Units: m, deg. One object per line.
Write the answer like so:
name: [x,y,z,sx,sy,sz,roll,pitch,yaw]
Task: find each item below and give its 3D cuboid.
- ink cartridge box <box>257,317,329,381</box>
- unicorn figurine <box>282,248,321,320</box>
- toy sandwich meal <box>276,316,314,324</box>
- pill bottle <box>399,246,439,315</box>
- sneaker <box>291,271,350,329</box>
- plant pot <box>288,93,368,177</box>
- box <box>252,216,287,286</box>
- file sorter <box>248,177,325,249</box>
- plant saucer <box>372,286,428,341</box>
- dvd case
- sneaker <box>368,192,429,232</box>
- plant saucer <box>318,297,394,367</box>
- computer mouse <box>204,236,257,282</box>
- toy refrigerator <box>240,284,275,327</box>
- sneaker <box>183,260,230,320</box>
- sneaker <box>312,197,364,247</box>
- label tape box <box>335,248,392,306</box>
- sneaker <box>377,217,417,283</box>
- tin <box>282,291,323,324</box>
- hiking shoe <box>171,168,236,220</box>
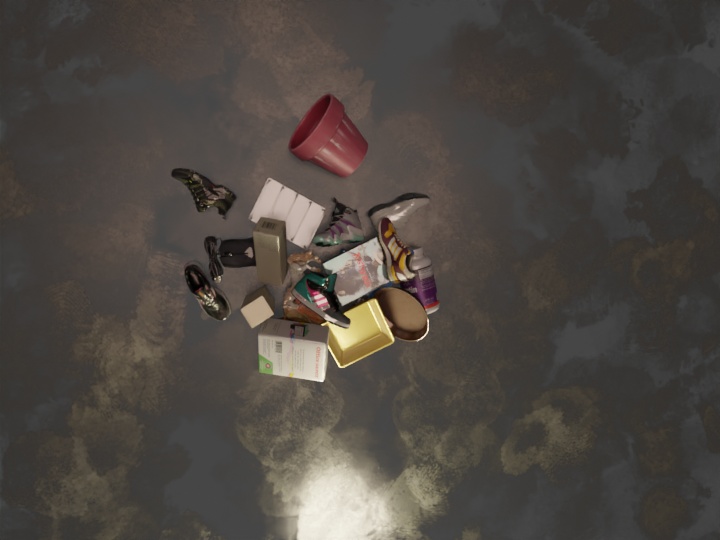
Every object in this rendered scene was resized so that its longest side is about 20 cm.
ink cartridge box: [-0.192,0.229,1.611,0.196,0.084,0.147,7,122,3]
unicorn figurine: [-0.177,0.040,1.670,0.135,0.074,0.204,-8,97,2]
toy sandwich meal: [-0.198,0.232,1.698,0.201,0.070,0.209,3,111,8]
pill bottle: [0.176,0.032,1.729,0.110,0.112,0.204,-14,98,-6]
sneaker: [-0.089,0.069,1.601,0.198,0.084,0.122,34,99,-1]
plant pot: [-0.082,-0.376,1.613,0.178,0.200,0.202,34,92,-26]
box: [-0.258,-0.052,1.605,0.081,0.069,0.202,12,136,5]
file sorter: [-0.217,-0.167,1.645,0.198,0.125,0.141,28,92,-10]
plant saucer: [0.126,0.127,1.699,0.201,0.199,0.035,52,49,-10]
dvd case: [0.000,0.000,1.683,0.197,0.022,0.148,-25,99,-8]
sneaker: [0.124,-0.181,1.726,0.197,0.075,0.088,-21,111,2]
plant saucer: [-0.015,0.184,1.719,0.197,0.049,0.202,-26,126,0]
computer mouse: [-0.367,-0.045,1.675,0.196,0.053,0.141,-9,98,-7]
toy refrigerator: [-0.296,0.104,1.629,0.075,0.200,0.071,-32,101,-3]
sneaker: [-0.469,0.070,1.659,0.080,0.086,0.201,-37,101,0]
sneaker: [-0.076,-0.148,1.665,0.198,0.077,0.143,-10,91,-50]
label tape box: [0.001,0.040,1.731,0.197,0.066,0.145,26,93,-9]
sneaker: [0.116,-0.067,1.655,0.089,0.074,0.204,-17,84,34]
tin: [-0.161,0.141,1.736,0.112,0.042,0.201,-39,100,-6]
hiking shoe: [-0.470,-0.225,1.627,0.197,0.076,0.102,26,90,-11]
